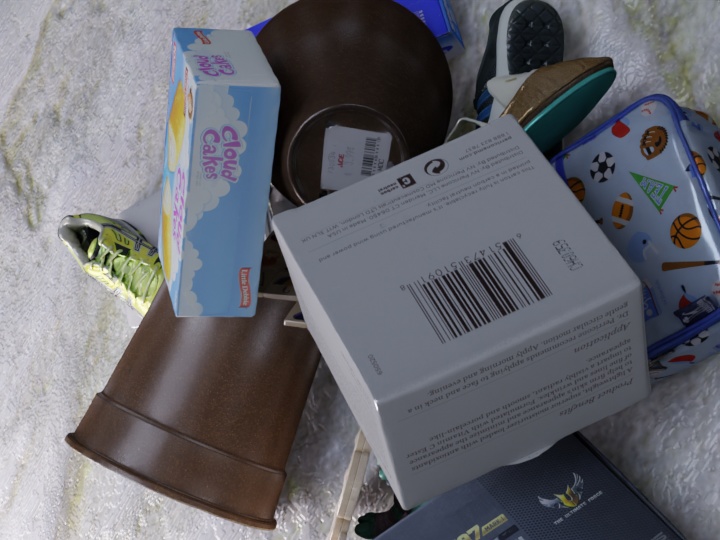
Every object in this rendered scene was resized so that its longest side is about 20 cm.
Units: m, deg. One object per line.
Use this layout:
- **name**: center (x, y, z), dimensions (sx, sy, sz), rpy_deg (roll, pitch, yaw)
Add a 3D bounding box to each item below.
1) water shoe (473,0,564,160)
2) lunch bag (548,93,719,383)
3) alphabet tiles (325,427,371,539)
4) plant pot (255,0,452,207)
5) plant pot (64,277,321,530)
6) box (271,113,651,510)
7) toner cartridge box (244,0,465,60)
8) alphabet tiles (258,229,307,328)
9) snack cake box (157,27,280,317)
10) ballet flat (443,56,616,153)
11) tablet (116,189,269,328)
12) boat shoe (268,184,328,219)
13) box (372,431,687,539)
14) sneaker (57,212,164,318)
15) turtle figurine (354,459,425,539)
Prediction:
- **water shoe**: center (0.128, -0.123, 1.319), dimensions (0.079, 0.071, 0.201), rpy_deg (-151, 70, -76)
- **lunch bag**: center (0.215, -0.017, 1.200), dimensions (0.160, 0.075, 0.201), rpy_deg (-32, 59, 34)
- **alphabet tiles**: center (-0.019, 0.211, 1.282), dimensions (0.196, 0.015, 0.200), rpy_deg (-72, -2, -53)
- **plant pot**: center (-0.010, -0.115, 1.289), dimensions (0.187, 0.187, 0.200), rpy_deg (-56, 13, 16)
- **plant pot**: center (-0.129, 0.096, 1.404), dimensions (0.200, 0.200, 0.199), rpy_deg (19, 85, 42)
- **box**: center (0.071, 0.026, 1.131), dimensions (0.198, 0.131, 0.200), rpy_deg (-24, 47, -9)
- **toner cartridge box**: center (-0.014, -0.201, 1.426), dimensions (0.200, 0.043, 0.095), rpy_deg (-22, 65, 16)
- **alphabet tiles**: center (0.000, 0.000, 1.308), dimensions (0.199, 0.167, 0.008), rpy_deg (5, 125, 23)
- **snack cake box**: center (-0.114, -0.076, 1.257), dimensions (0.115, 0.067, 0.201), rpy_deg (-115, 29, -58)
- **ballet flat**: center (0.110, -0.104, 1.250), dimensions (0.072, 0.068, 0.200), rpy_deg (46, 104, 26)
- **tablet**: center (-0.168, -0.034, 1.581), dimensions (0.200, 0.014, 0.131), rpy_deg (-26, 64, 35)
- **boat shoe**: center (-0.075, -0.102, 1.480), dimensions (0.072, 0.066, 0.201), rpy_deg (-24, 64, 35)
- **box**: center (0.113, 0.213, 1.151), dimensions (0.200, 0.051, 0.158), rpy_deg (-32, 43, -12)
- **sneaker**: center (-0.226, 0.003, 1.563), dimensions (0.200, 0.076, 0.076), rpy_deg (28, 97, 40)
- **turtle figurine**: center (0.055, 0.141, 1.238), dimensions (0.100, 0.150, 0.200), rpy_deg (23, 110, 6)
